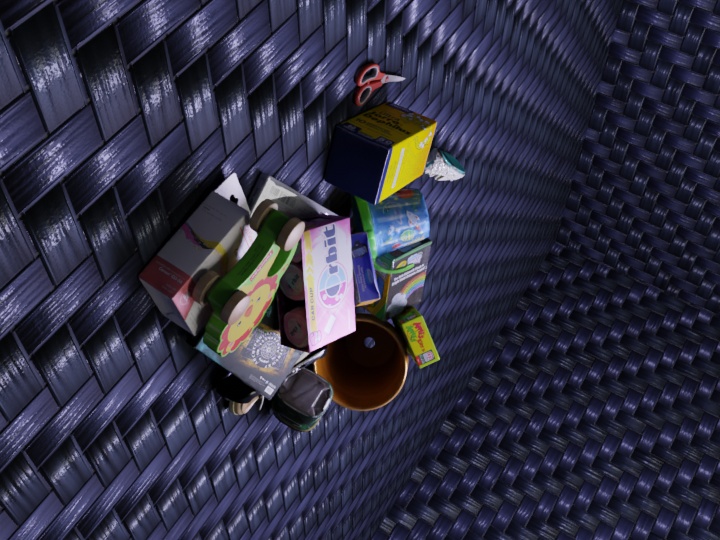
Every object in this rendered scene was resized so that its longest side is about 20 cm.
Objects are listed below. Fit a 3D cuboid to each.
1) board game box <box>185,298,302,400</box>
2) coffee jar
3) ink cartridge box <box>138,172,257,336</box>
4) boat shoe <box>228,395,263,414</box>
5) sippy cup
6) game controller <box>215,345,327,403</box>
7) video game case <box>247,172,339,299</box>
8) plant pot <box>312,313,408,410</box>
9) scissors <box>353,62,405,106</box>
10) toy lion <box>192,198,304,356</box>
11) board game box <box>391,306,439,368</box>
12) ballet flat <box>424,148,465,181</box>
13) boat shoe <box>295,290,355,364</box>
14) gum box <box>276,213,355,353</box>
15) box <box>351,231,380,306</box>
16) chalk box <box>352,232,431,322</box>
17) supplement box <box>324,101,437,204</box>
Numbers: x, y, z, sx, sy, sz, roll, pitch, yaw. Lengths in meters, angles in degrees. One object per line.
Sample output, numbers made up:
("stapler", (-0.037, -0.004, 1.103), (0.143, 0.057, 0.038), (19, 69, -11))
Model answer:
("board game box", (-0.165, 0.104, 1.362), (0.136, 0.028, 0.200), (-54, 137, -10))
("coffee jar", (-0.116, 0.254, 1.695), (0.086, 0.104, 0.200), (-59, 179, -21))
("ink cartridge box", (-0.203, -0.024, 1.204), (0.200, 0.067, 0.117), (-53, 158, -20))
("boat shoe", (-0.168, 0.180, 1.584), (0.201, 0.062, 0.073), (-58, 161, -17))
("sippy cup", (0.059, -0.096, 1.638), (0.140, 0.129, 0.179), (-112, -168, -65))
("game controller", (-0.151, 0.168, 1.501), (0.199, 0.104, 0.042), (-30, 103, -30))
("video game case", (-0.127, -0.035, 1.376), (0.200, 0.024, 0.183), (27, 89, -51))
("plant pot", (0.011, 0.180, 1.897), (0.183, 0.199, 0.201), (-51, 163, -76))
("scissors", (0.042, -0.344, 1.537), (0.200, 0.014, 0.074), (-38, 147, -50))
("toy lion", (-0.152, 0.023, 1.217), (0.201, 0.068, 0.192), (-54, 167, -15))
("board game box", (0.109, 0.128, 1.853), (0.047, 0.102, 0.200), (-23, -168, -4))
("ballet flat", (0.184, -0.239, 2.004), (0.072, 0.071, 0.200), (-66, 159, 6))
("boat shoe", (-0.091, 0.079, 1.489), (0.201, 0.072, 0.066), (-47, 131, -21))
("gum box", (-0.071, 0.012, 1.357), (0.113, 0.066, 0.202), (-21, 114, -48))
("box", (0.000, 0.000, 1.558), (0.200, 0.041, 0.120), (111, -33, -85))
("chalk box", (0.057, -0.023, 1.787), (0.124, 0.124, 0.201), (-25, 135, -40))
("supplement box", (0.038, -0.213, 1.552), (0.200, 0.108, 0.110), (-38, 148, -54))
